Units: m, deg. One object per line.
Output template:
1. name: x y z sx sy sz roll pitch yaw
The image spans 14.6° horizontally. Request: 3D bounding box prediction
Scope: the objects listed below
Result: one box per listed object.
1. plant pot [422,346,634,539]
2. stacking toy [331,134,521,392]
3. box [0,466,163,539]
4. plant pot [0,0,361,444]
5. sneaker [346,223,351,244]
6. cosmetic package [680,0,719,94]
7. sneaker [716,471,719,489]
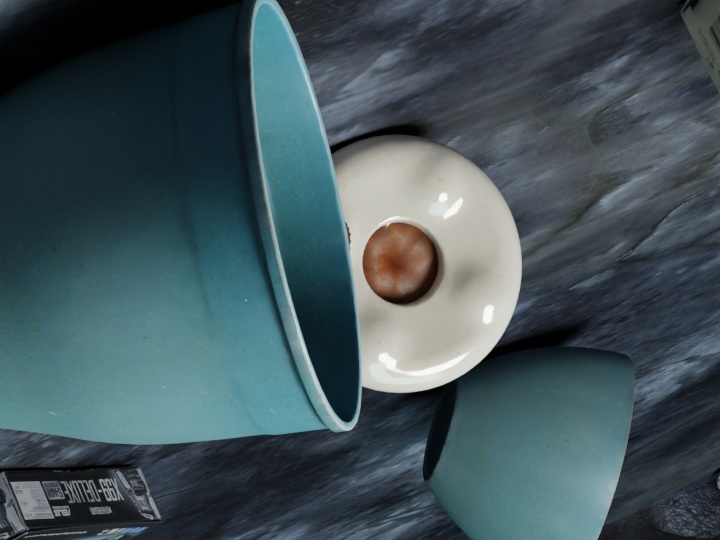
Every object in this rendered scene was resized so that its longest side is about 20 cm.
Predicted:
1. plant pot: 0.129 0.147 2.320 0.135 0.200 0.200 17 157 -7
2. stacking toy: 0.000 0.000 1.673 0.146 0.146 0.200 -20 -177 -16
3. box: -0.262 0.199 2.068 0.158 0.050 0.200 -29 166 20
4. plant pot: -0.113 -0.010 1.277 0.188 0.200 0.200 -11 168 9
5. sneaker: -0.106 -0.021 1.511 0.199 0.070 0.093 -15 140 -5
6. cosmetic package: 0.297 -0.159 1.599 0.200 0.087 0.103 -18 164 -21
7. sneaker: 0.540 0.263 3.619 0.080 0.089 0.200 -14 164 -41
